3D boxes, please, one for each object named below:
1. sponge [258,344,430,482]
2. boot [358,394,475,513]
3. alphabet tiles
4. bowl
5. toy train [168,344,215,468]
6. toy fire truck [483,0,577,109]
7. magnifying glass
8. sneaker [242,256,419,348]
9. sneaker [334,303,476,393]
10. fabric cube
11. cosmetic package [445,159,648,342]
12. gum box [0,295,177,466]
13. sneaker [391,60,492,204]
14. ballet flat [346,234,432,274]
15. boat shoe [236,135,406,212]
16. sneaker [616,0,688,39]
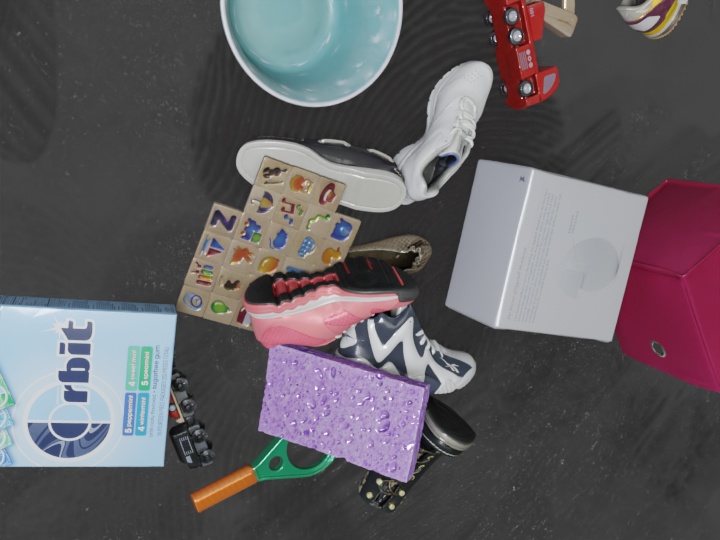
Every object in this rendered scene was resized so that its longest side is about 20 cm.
[{"bbox_3d":[-0.023,0.159,0.954,0.030,0.199,0.112,-8,110,-66],"label":"sponge"},{"bbox_3d":[0.065,0.235,1.012,0.073,0.204,0.154,33,90,-5],"label":"boot"},{"bbox_3d":[-0.098,-0.022,0.930,0.167,0.008,0.201,17,106,-22],"label":"alphabet tiles"},{"bbox_3d":[-0.067,-0.276,0.868,0.200,0.105,0.202,-7,105,-27],"label":"bowl"},{"bbox_3d":[-0.215,0.138,0.930,0.046,0.034,0.201,-20,110,-11],"label":"toy train"},{"bbox_3d":[0.229,-0.320,1.045,0.141,0.049,0.201,-25,112,-21],"label":"toy fire truck"},{"bbox_3d":[-0.113,0.239,1.015,0.199,0.022,0.080,-24,112,-23],"label":"magnifying glass"},{"bbox_3d":[-0.032,0.042,0.944,0.199,0.074,0.087,-7,125,-6],"label":"sneaker"},{"bbox_3d":[0.068,0.079,1.035,0.198,0.080,0.130,6,108,-18],"label":"sneaker"},{"bbox_3d":[0.473,0.014,1.167,0.200,0.196,0.200,-36,116,-15],"label":"fabric cube"},{"bbox_3d":[0.240,-0.025,1.078,0.199,0.123,0.200,9,98,-30],"label":"cosmetic package"},{"bbox_3d":[-0.299,0.117,0.853,0.199,0.045,0.171,5,100,-17],"label":"gum box"},{"bbox_3d":[0.111,-0.164,0.999,0.074,0.087,0.201,30,86,-28],"label":"sneaker"},{"bbox_3d":[0.000,0.000,0.999,0.199,0.046,0.068,-16,110,-21],"label":"ballet flat"},{"bbox_3d":[-0.044,-0.119,0.943,0.199,0.060,0.074,8,130,-16],"label":"boat shoe"},{"bbox_3d":[0.410,-0.419,1.103,0.090,0.075,0.201,18,92,-35],"label":"sneaker"}]
